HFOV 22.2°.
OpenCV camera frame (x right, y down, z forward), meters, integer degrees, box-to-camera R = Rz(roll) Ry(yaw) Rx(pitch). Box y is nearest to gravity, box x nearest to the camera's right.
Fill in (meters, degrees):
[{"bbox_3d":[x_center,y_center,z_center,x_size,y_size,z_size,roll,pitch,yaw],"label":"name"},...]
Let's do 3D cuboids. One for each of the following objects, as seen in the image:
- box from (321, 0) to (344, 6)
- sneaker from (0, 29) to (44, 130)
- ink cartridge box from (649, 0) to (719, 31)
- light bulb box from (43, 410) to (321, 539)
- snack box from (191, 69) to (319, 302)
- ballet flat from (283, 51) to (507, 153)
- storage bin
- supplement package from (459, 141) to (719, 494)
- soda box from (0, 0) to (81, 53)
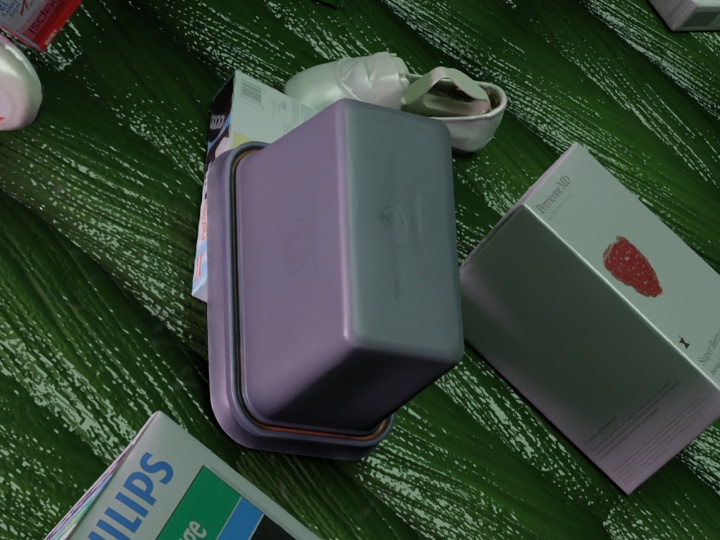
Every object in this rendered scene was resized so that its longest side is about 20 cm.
[{"bbox_3d":[-0.086,-0.330,1.458,0.199,0.097,0.177,16,43,-31],"label":"box"},{"bbox_3d":[-0.289,-0.123,1.086,0.199,0.070,0.094,30,44,-12],"label":"sneaker"},{"bbox_3d":[0.340,-0.328,1.900,0.199,0.045,0.177,-9,60,-48],"label":"ink cartridge box"},{"bbox_3d":[-0.085,0.209,0.819,0.200,0.198,0.125,40,34,-5],"label":"light bulb box"},{"bbox_3d":[-0.050,-0.040,1.244,0.116,0.037,0.201,26,39,-21],"label":"snack box"},{"bbox_3d":[0.032,-0.135,1.395,0.199,0.069,0.070,7,49,-39],"label":"ballet flat"},{"bbox_3d":[0.000,0.000,1.114,0.145,0.134,0.201,11,65,-29],"label":"storage bin"},{"bbox_3d":[0.173,0.032,1.308,0.200,0.120,0.121,43,37,1],"label":"supplement package"},{"bbox_3d":[-0.252,-0.220,1.147,0.200,0.070,0.063,41,4,32],"label":"soda box"}]
